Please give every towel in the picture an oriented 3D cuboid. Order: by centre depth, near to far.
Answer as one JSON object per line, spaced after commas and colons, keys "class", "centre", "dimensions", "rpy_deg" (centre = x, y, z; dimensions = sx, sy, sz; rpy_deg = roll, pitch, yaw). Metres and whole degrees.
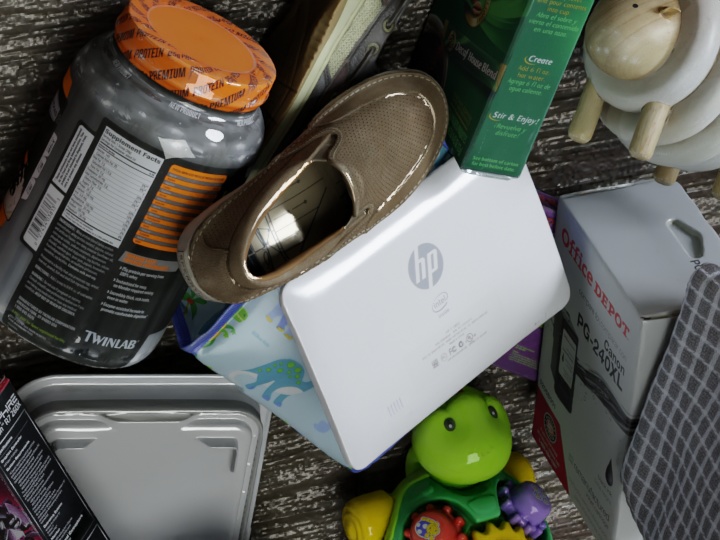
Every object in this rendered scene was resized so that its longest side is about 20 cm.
{"class": "towel", "centre": [0.231, 0.108, 1.650], "dimensions": [0.085, 0.166, 0.200], "rpy_deg": [6, 120, -20]}

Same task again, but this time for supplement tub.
{"class": "supplement tub", "centre": [-0.135, -0.053, 1.632], "dimensions": [0.122, 0.123, 0.200], "rpy_deg": [16, 117, -31]}

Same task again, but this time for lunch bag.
{"class": "lunch bag", "centre": [0.000, 0.000, 1.726], "dimensions": [0.200, 0.127, 0.170], "rpy_deg": [-45, 127, 8]}

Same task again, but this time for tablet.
{"class": "tablet", "centre": [0.042, 0.015, 1.677], "dimensions": [0.200, 0.014, 0.130], "rpy_deg": [-37, 118, -31]}

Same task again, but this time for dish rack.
{"class": "dish rack", "centre": [-0.147, 0.150, 1.799], "dimensions": [0.171, 0.044, 0.200], "rpy_deg": [1, 132, -12]}

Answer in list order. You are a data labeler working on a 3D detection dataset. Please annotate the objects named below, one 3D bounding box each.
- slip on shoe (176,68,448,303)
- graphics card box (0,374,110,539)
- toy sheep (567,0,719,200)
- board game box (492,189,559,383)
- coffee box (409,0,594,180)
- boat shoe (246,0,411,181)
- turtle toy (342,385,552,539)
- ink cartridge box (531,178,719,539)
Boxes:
{"class": "slip on shoe", "centre": [-0.016, -0.049, 1.595], "dimensions": [0.200, 0.061, 0.076], "rpy_deg": [-34, 106, -28]}
{"class": "graphics card box", "centre": [-0.228, 0.154, 1.731], "dimensions": [0.125, 0.051, 0.200], "rpy_deg": [-3, 130, 35]}
{"class": "toy sheep", "centre": [0.205, -0.120, 1.720], "dimensions": [0.138, 0.138, 0.200], "rpy_deg": [-48, 142, 16]}
{"class": "board game box", "centre": [0.142, 0.021, 1.861], "dimensions": [0.200, 0.032, 0.120], "rpy_deg": [22, 117, -33]}
{"class": "coffee box", "centre": [0.092, -0.170, 1.641], "dimensions": [0.044, 0.123, 0.200], "rpy_deg": [8, 122, -23]}
{"class": "boat shoe", "centre": [-0.016, -0.127, 1.657], "dimensions": [0.065, 0.073, 0.200], "rpy_deg": [19, 115, -29]}
{"class": "turtle toy", "centre": [0.071, 0.173, 1.879], "dimensions": [0.145, 0.101, 0.200], "rpy_deg": [-15, 101, -25]}
{"class": "ink cartridge box", "centre": [0.179, 0.062, 1.795], "dimensions": [0.083, 0.145, 0.200], "rpy_deg": [-9, 126, -16]}
